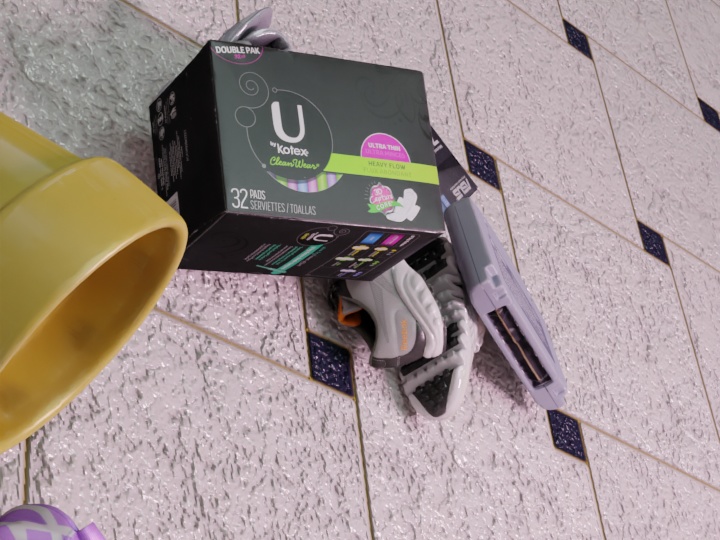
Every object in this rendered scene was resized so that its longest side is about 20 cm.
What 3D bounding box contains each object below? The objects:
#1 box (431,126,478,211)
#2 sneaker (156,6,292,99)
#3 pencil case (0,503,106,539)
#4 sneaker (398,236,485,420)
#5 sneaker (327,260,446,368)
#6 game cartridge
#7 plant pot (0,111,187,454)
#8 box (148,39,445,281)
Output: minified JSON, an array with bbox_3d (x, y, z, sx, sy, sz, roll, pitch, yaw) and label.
[{"bbox_3d":[0.023,-0.104,1.543,0.162,0.049,0.200,54,28,-2],"label":"box"},{"bbox_3d":[-0.085,-0.172,1.405,0.075,0.115,0.200,57,32,5],"label":"sneaker"},{"bbox_3d":[-0.229,0.202,0.887,0.084,0.085,0.200,54,31,-2],"label":"pencil case"},{"bbox_3d":[0.083,0.060,1.453,0.081,0.075,0.201,44,33,-33],"label":"sneaker"},{"bbox_3d":[0.000,0.000,1.396,0.079,0.074,0.201,-21,59,-17],"label":"sneaker"},{"bbox_3d":[0.138,0.029,1.516,0.200,0.041,0.134,55,18,-41],"label":"game cartridge"},{"bbox_3d":[-0.241,-0.017,0.993,0.189,0.201,0.201,42,31,8],"label":"plant pot"},{"bbox_3d":[-0.052,-0.083,1.285,0.199,0.124,0.150,3,69,-30],"label":"box"}]
